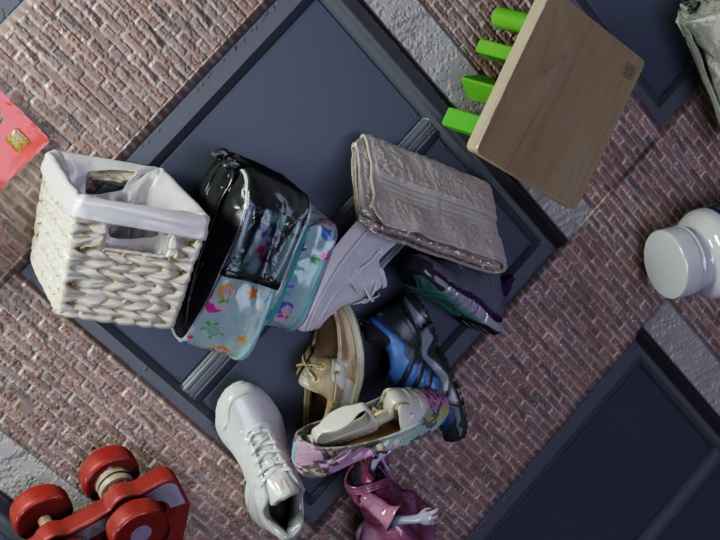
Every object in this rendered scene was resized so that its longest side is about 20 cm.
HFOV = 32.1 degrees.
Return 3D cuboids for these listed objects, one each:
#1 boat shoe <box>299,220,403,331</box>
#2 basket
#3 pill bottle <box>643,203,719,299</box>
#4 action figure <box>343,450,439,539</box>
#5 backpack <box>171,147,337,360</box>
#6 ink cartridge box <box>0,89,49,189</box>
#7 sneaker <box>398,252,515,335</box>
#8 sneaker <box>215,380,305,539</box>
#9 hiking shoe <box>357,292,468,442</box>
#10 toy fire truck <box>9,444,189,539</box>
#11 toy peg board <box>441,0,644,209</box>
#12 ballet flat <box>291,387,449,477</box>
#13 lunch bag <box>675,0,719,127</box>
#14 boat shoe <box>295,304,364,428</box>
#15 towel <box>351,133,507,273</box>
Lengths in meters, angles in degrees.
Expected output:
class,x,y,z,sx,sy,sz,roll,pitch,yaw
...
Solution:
class,x,y,z,sx,sy,sz,roll,pitch,yaw
boat shoe,0.000,0.000,1.407,0.068,0.072,0.200,33,56,7
basket,-0.248,-0.032,1.251,0.135,0.200,0.124,9,105,-25
pill bottle,0.474,-0.028,1.614,0.200,0.120,0.120,-13,107,-21
action figure,0.021,0.275,1.498,0.149,0.134,0.200,-22,124,10
backpack,-0.123,-0.008,1.322,0.150,0.178,0.200,24,96,-22
ink cartridge box,-0.428,-0.110,1.231,0.200,0.050,0.162,-44,116,-5
sneaker,0.116,0.003,1.479,0.200,0.074,0.088,36,75,-51
sneaker,-0.102,0.219,1.426,0.078,0.099,0.200,-25,111,-17
hiking shoe,0.065,0.124,1.505,0.087,0.074,0.200,-23,108,1
toy fire truck,-0.280,0.301,1.376,0.200,0.112,0.168,-28,136,-15
toy peg board,0.208,-0.206,1.482,0.199,0.098,0.200,24,93,-42
ballet flat,0.014,0.171,1.413,0.200,0.069,0.071,-20,138,-18
lunch bag,0.501,-0.273,1.559,0.168,0.139,0.200,-26,110,2
boat shoe,-0.039,0.125,1.447,0.066,0.074,0.200,-9,106,-28
towel,0.079,-0.077,1.430,0.200,0.133,0.034,17,138,-28
